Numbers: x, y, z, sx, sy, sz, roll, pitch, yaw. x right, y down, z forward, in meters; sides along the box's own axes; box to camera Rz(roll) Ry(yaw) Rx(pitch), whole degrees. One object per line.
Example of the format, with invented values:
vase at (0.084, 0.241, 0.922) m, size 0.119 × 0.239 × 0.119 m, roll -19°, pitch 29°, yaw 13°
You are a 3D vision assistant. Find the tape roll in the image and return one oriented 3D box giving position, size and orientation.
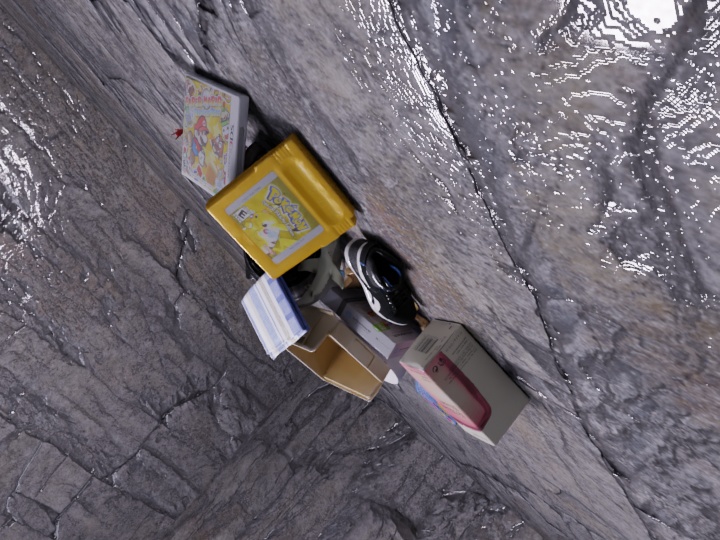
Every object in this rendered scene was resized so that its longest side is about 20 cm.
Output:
tape roll at (0.030, 0.175, 1.471) m, size 0.201 × 0.071 × 0.203 m, roll 36°, pitch 162°, yaw 14°

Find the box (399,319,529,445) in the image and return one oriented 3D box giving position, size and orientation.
box at (0.186, 0.201, 1.148) m, size 0.200 × 0.109 × 0.128 m, roll 46°, pitch 168°, yaw -11°

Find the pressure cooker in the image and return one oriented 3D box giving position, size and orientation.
pressure cooker at (-0.166, -0.019, 1.409) m, size 0.175 × 0.180 × 0.201 m, roll 36°, pitch 166°, yaw 14°

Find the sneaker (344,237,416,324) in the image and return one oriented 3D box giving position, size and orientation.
sneaker at (0.053, 0.035, 1.108) m, size 0.201 × 0.073 × 0.111 m, roll 51°, pitch 168°, yaw -26°

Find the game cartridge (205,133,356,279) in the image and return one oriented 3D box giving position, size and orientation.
game cartridge at (-0.126, -0.096, 1.022) m, size 0.177 × 0.198 × 0.033 m, roll 47°, pitch -152°, yaw -23°

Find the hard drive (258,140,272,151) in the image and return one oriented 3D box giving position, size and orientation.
hard drive at (-0.137, -0.152, 1.176) m, size 0.200 × 0.042 × 0.135 m, roll 47°, pitch 168°, yaw -12°

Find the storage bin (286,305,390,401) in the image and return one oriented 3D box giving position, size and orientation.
storage bin at (-0.063, 0.171, 1.351) m, size 0.197 × 0.095 × 0.200 m, roll 12°, pitch 152°, yaw 52°

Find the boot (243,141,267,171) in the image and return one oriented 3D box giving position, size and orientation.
boot at (-0.140, -0.109, 1.092) m, size 0.172 × 0.070 × 0.202 m, roll 34°, pitch 138°, yaw 6°

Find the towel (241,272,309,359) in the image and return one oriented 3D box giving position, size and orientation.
towel at (-0.174, 0.088, 1.266) m, size 0.149 × 0.024 × 0.200 m, roll 61°, pitch 145°, yaw 7°

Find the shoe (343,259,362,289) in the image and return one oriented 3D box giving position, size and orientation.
shoe at (0.000, 0.000, 1.243) m, size 0.068 × 0.055 × 0.200 m, roll -1°, pitch 169°, yaw -1°

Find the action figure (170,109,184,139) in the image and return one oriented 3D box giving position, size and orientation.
action figure at (-0.302, -0.250, 1.276) m, size 0.200 × 0.099 × 0.065 m, roll 45°, pitch 167°, yaw 6°

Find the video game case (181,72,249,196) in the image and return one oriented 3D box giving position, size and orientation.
video game case at (-0.255, -0.227, 1.084) m, size 0.199 × 0.023 × 0.186 m, roll 33°, pitch 122°, yaw 43°

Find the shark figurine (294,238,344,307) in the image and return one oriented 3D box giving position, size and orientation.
shark figurine at (-0.080, 0.027, 1.246) m, size 0.089 × 0.215 × 0.129 m, roll 5°, pitch -139°, yaw -55°

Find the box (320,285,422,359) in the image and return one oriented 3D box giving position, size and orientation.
box at (0.031, 0.101, 1.317) m, size 0.199 × 0.042 × 0.155 m, roll 39°, pitch -160°, yaw 27°

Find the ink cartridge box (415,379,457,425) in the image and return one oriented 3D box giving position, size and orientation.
ink cartridge box at (0.198, 0.277, 1.466) m, size 0.136 × 0.076 × 0.201 m, roll 39°, pitch 166°, yaw 18°

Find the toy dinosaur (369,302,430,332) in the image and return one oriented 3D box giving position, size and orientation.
toy dinosaur at (0.066, 0.057, 1.236) m, size 0.199 × 0.059 × 0.100 m, roll 41°, pitch 155°, yaw -25°

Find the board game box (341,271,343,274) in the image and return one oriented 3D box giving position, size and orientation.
board game box at (0.007, 0.086, 1.523) m, size 0.200 × 0.040 × 0.152 m, roll 48°, pitch 168°, yaw -20°
